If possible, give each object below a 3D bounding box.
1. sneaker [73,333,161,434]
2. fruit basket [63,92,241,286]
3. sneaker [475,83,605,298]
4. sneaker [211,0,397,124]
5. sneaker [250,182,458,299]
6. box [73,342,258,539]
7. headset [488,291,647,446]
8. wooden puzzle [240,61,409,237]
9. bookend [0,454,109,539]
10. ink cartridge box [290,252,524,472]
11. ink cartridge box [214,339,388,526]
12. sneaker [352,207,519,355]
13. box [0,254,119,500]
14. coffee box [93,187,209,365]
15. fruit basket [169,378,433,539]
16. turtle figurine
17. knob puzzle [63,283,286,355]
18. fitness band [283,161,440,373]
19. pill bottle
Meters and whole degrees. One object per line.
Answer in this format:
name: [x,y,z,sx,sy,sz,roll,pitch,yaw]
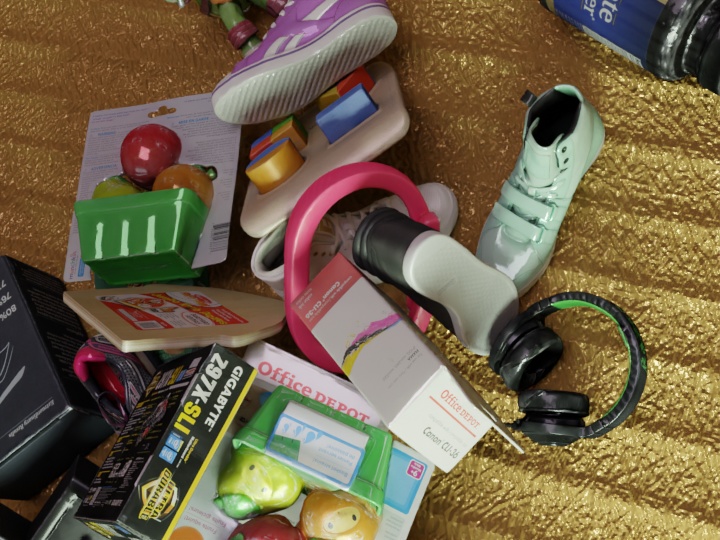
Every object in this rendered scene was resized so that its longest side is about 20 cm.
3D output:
sneaker: [-0.204,0.148,1.103,0.200,0.075,0.081,46,106,4]
fruit basket: [-0.205,-0.085,1.152,0.182,0.094,0.203,-7,57,16]
sneaker: [0.147,-0.072,1.016,0.073,0.118,0.203,26,87,25]
sneaker: [-0.069,-0.230,1.129,0.198,0.073,0.115,-28,61,2]
sneaker: [-0.007,-0.032,1.071,0.198,0.115,0.074,-31,63,11]
box: [-0.171,0.151,0.968,0.049,0.199,0.161,34,68,-14]
headset: [0.147,0.098,0.979,0.199,0.093,0.125,-33,64,25]
wooden puzzle: [-0.043,-0.131,1.094,0.184,0.047,0.201,-34,23,11]
bookend: [-0.314,0.253,1.076,0.198,0.092,0.201,36,90,-13]
ink cartridge box: [0.038,0.087,0.936,0.068,0.116,0.200,-45,50,2]
ink cartridge box: [-0.070,0.185,1.036,0.144,0.084,0.203,24,84,10]
sneaker: [0.066,0.005,0.993,0.099,0.200,0.071,32,85,41]
box: [-0.359,0.113,1.185,0.147,0.104,0.202,-35,65,10]
coffee box: [-0.219,0.011,1.188,0.121,0.044,0.204,-14,70,19]
fruit basket: [-0.057,0.204,0.917,0.183,0.094,0.202,23,62,8]
turtle figurine: [-0.131,-0.306,1.172,0.194,0.143,0.201,47,135,10]
knob puzzle: [-0.156,0.049,1.056,0.216,0.219,0.031,10,103,25]
fitness band: [0.000,0.000,1.034,0.141,0.203,0.038,-6,27,-15]
pill bottle: [0.264,-0.242,1.019,0.199,0.112,0.112,38,91,27]
